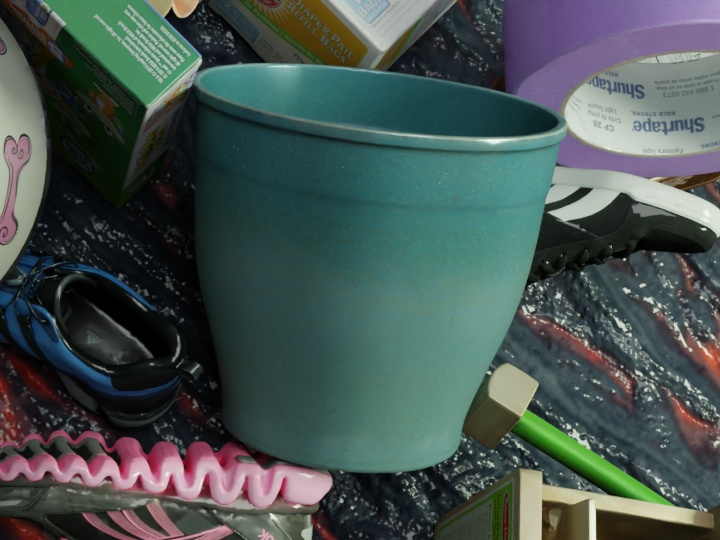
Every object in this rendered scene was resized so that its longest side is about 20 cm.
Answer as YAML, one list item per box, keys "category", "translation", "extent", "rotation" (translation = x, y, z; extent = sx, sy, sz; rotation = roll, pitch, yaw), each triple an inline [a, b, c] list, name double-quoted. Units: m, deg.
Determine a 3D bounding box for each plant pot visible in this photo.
- category: "plant pot"
  translation: [0.000, 0.000, 1.057]
  extent: [0.198, 0.200, 0.190]
  rotation: [2, 104, -20]

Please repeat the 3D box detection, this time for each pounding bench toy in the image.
- category: "pounding bench toy"
  translation: [0.134, 0.160, 1.096]
  extent: [0.155, 0.124, 0.202]
  rotation: [10, 66, -17]

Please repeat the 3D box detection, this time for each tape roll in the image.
- category: "tape roll"
  translation: [0.182, -0.123, 1.142]
  extent: [0.198, 0.200, 0.066]
  rotation: [6, 67, -18]

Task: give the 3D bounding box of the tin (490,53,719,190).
- category: "tin"
  translation: [0.170, -0.101, 1.263]
  extent: [0.199, 0.042, 0.113]
  rotation: [-17, 72, -25]

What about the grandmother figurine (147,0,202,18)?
- category: "grandmother figurine"
  translation: [-0.107, -0.170, 1.112]
  extent: [0.061, 0.200, 0.121]
  rotation: [44, 98, -6]

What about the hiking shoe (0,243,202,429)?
- category: "hiking shoe"
  translation: [-0.177, 0.008, 1.061]
  extent: [0.199, 0.087, 0.075]
  rotation: [27, 63, -8]

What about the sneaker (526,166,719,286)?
- category: "sneaker"
  translation: [0.107, -0.004, 1.167]
  extent: [0.198, 0.073, 0.113]
  rotation: [11, 80, 8]

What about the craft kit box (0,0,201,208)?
- category: "craft kit box"
  translation: [-0.178, -0.139, 1.055]
  extent: [0.200, 0.198, 0.049]
  rotation: [45, 76, 2]

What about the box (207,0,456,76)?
- category: "box"
  translation: [0.017, -0.204, 1.208]
  extent: [0.112, 0.101, 0.200]
  rotation: [43, 61, 0]

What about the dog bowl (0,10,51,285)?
- category: "dog bowl"
  translation: [-0.262, -0.062, 1.001]
  extent: [0.198, 0.074, 0.202]
  rotation: [1, 95, 15]

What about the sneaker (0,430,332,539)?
- category: "sneaker"
  translation: [-0.116, 0.138, 1.047]
  extent: [0.198, 0.079, 0.096]
  rotation: [5, 99, -7]
